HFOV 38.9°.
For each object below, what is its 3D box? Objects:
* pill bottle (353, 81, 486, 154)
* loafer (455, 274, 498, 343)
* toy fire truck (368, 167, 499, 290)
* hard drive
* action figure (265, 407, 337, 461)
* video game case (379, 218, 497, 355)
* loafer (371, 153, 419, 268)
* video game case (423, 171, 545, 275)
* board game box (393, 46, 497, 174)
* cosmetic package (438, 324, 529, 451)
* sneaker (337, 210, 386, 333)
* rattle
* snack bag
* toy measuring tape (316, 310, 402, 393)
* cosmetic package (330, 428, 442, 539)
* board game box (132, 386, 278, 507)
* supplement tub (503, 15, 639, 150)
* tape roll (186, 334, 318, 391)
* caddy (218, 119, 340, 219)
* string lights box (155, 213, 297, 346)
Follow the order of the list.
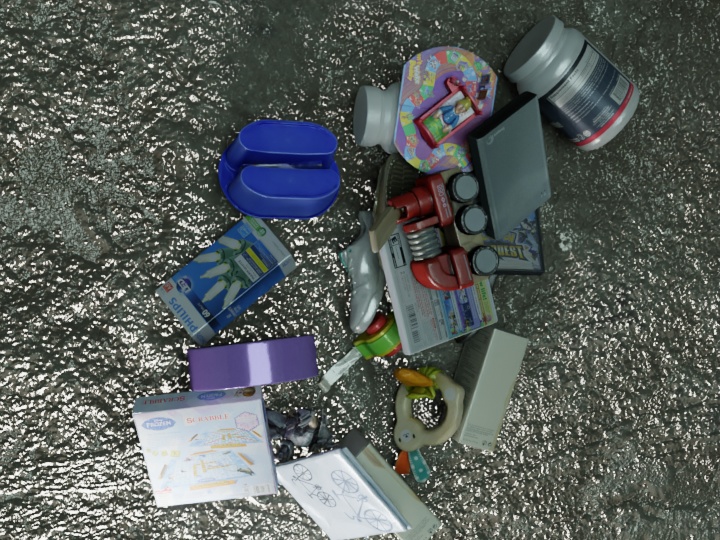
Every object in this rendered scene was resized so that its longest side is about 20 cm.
[{"bbox_3d":[0.094,-0.243,1.647,0.198,0.116,0.118,3,96,-14],"label":"pill bottle"},{"bbox_3d":[0.187,0.025,1.733,0.071,0.073,0.202,22,81,-14],"label":"loafer"},{"bbox_3d":[0.095,-0.046,1.526,0.198,0.129,0.178,-18,98,-17],"label":"toy fire truck"},{"bbox_3d":[0.242,-0.168,1.638,0.139,0.033,0.201,-38,133,-23],"label":"hard drive"},{"bbox_3d":[-0.133,0.257,1.659,0.198,0.070,0.131,17,128,-6],"label":"action figure"},{"bbox_3d":[0.122,0.011,1.611,0.181,0.022,0.202,-17,97,-29],"label":"video game case"},{"bbox_3d":[0.050,-0.085,1.624,0.075,0.068,0.202,4,85,-33],"label":"loafer"},{"bbox_3d":[0.206,-0.083,1.705,0.198,0.026,0.183,1,72,-14],"label":"video game case"},{"bbox_3d":[0.137,-0.246,1.576,0.156,0.039,0.202,7,94,-15],"label":"board game box"},{"bbox_3d":[0.208,0.194,1.738,0.072,0.103,0.202,18,93,-17],"label":"cosmetic package"},{"bbox_3d":[0.000,0.000,1.679,0.088,0.075,0.202,18,82,-13],"label":"sneaker"},{"bbox_3d":[0.083,0.262,1.686,0.130,0.143,0.201,31,101,12],"label":"rattle"},{"bbox_3d":[-0.036,0.370,1.665,0.189,0.199,0.021,50,47,-15],"label":"snack bag"},{"bbox_3d":[0.012,0.134,1.694,0.200,0.074,0.074,-42,105,-7],"label":"toy measuring tape"},{"bbox_3d":[0.039,0.369,1.713,0.071,0.105,0.200,-42,107,-8],"label":"cosmetic package"},{"bbox_3d":[-0.239,0.276,1.597,0.198,0.041,0.201,-6,123,-1],"label":"board game box"},{"bbox_3d":[0.351,-0.310,1.695,0.199,0.140,0.141,38,86,-16],"label":"supplement tub"},{"bbox_3d":[-0.166,0.142,1.574,0.198,0.200,0.066,-6,87,-14],"label":"tape roll"},{"bbox_3d":[-0.123,-0.155,1.605,0.198,0.105,0.143,1,74,-17],"label":"caddy"},{"bbox_3d":[-0.209,0.013,1.603,0.200,0.059,0.103,-40,71,-8],"label":"string lights box"}]
